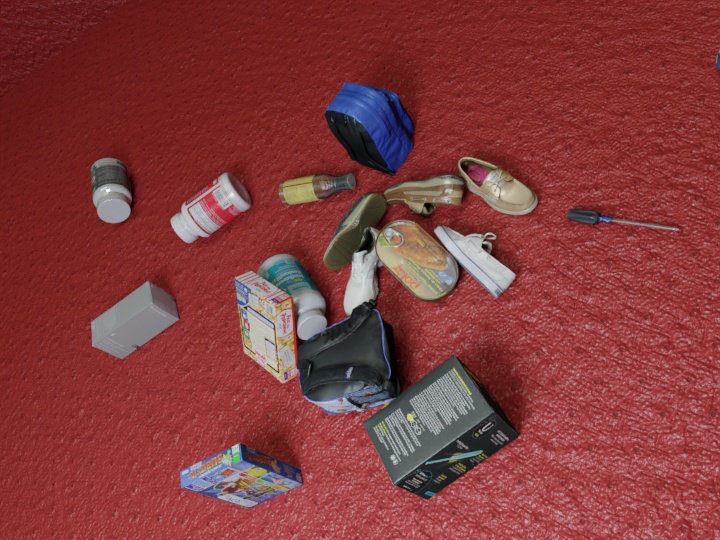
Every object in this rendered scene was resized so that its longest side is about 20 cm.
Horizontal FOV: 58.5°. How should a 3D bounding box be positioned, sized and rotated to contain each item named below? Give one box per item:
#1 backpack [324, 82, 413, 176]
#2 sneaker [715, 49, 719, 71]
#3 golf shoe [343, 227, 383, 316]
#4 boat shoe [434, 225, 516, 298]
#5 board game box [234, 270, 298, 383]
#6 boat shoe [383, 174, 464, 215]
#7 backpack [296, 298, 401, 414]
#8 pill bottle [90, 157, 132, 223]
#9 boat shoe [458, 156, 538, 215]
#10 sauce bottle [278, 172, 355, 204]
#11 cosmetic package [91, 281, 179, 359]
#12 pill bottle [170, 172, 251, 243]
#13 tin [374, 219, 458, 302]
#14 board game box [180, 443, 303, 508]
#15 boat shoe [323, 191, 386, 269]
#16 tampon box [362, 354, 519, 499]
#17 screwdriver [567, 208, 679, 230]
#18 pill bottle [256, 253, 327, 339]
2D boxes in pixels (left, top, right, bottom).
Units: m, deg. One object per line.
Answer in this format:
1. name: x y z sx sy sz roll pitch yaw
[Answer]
1. backpack: 0.019 -0.351 1.508 0.162 0.200 0.168 20 74 39
2. sneaker: 0.736 -0.466 1.211 0.075 0.088 0.200 32 83 38
3. golf shoe: 0.000 0.000 1.376 0.078 0.097 0.200 6 67 33
4. boat shoe: 0.233 -0.040 1.271 0.086 0.075 0.202 -43 51 3
5. board game box: -0.200 0.120 1.368 0.046 0.200 0.151 -25 39 -35
6. boat shoe: 0.135 -0.158 1.402 0.200 0.076 0.074 -6 87 41
7. backpack: -0.022 0.185 1.241 0.190 0.154 0.200 -17 48 13
8. pill bottle: -0.769 -0.247 1.987 0.113 0.113 0.200 -33 50 10
9. boat shoe: 0.275 -0.179 1.331 0.200 0.069 0.074 34 83 40
10. sauce bottle: -0.107 -0.203 1.586 0.200 0.066 0.066 -4 61 29
11. cosmetic package: -0.577 0.128 1.646 0.200 0.107 0.090 -33 50 13
12. pill bottle: -0.399 -0.161 1.708 0.200 0.112 0.112 -33 50 10
13. tin: 0.115 -0.018 1.320 0.112 0.042 0.200 -41 66 -7
14. board game box: -0.217 0.389 1.204 0.135 0.200 0.034 -28 51 14
15. boat shoe: -0.017 -0.093 1.465 0.201 0.072 0.066 -54 28 5
16. tampon box: 0.137 0.268 1.092 0.200 0.150 0.126 -37 50 6
17. screwdriver: 0.480 -0.088 1.184 0.200 0.029 0.028 15 71 33
18. pill bottle: -0.147 0.061 1.419 0.111 0.111 0.200 -41 49 4
